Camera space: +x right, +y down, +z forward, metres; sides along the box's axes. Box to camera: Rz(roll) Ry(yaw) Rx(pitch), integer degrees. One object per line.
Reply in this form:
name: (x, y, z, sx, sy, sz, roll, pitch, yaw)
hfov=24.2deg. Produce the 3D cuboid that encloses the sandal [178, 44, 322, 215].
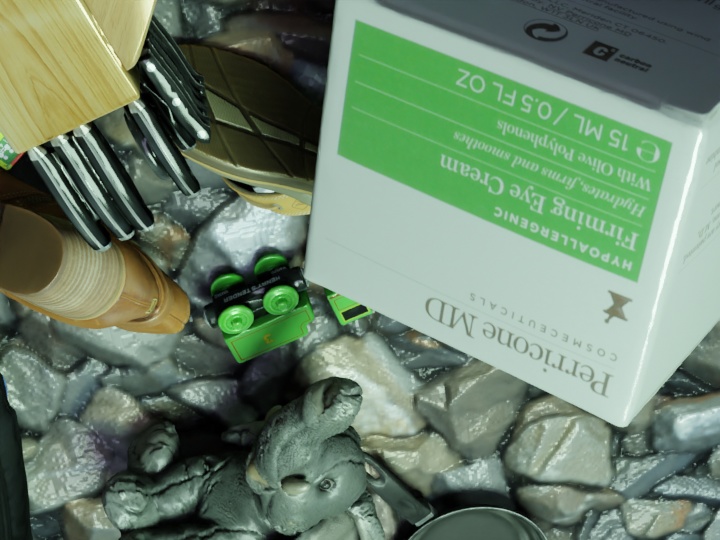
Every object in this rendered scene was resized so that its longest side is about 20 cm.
sandal: (-0.040, -0.064, 0.959, 0.198, 0.081, 0.054, 18, 140, -26)

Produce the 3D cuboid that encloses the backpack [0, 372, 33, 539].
backpack: (-0.283, 0.157, 0.984, 0.145, 0.183, 0.202, 8, 114, 8)

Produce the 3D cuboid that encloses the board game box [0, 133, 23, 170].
board game box: (-0.157, -0.156, 0.837, 0.101, 0.048, 0.200, 34, 113, -29)

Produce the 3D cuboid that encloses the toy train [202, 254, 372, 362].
toy train: (0.000, 0.000, 1.023, 0.198, 0.042, 0.057, -22, 134, 4)

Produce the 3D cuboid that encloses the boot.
boot: (-0.195, -0.025, 0.939, 0.077, 0.198, 0.155, -67, 156, -2)

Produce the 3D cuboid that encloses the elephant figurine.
elephant figurine: (-0.047, 0.138, 1.040, 0.199, 0.155, 0.142, -26, 102, 17)

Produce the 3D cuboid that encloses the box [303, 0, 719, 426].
box: (0.106, -0.068, 0.859, 0.198, 0.200, 0.173, 24, 126, 23)

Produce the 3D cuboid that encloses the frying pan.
frying pan: (0.046, 0.192, 1.161, 0.189, 0.031, 0.115, 25, 115, -21)

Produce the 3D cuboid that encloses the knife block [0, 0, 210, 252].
knife block: (-0.161, -0.103, 0.804, 0.198, 0.064, 0.177, 13, 121, -19)
